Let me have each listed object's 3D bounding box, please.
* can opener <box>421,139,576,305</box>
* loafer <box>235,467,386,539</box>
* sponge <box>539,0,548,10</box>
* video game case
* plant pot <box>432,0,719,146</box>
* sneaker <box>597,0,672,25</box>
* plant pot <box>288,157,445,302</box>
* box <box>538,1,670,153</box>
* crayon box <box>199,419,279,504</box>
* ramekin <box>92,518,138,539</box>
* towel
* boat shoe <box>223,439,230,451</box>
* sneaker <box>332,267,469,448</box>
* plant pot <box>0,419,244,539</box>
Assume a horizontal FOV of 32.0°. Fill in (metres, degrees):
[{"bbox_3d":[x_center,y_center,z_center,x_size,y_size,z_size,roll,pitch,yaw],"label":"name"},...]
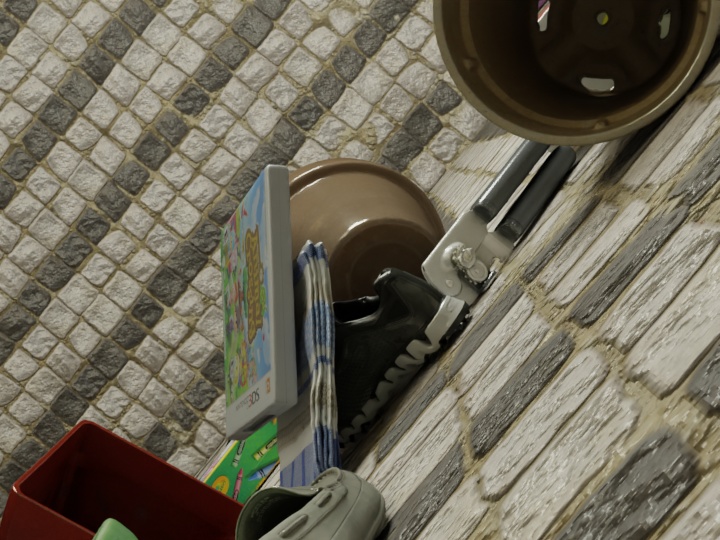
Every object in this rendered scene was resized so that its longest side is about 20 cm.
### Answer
[{"bbox_3d":[0.114,-0.043,1.070,0.200,0.053,0.066,-51,1,-27],"label":"can opener"},{"bbox_3d":[-0.030,0.140,0.674,0.070,0.070,0.200,-50,2,4],"label":"loafer"},{"bbox_3d":[0.180,-0.281,1.222,0.200,0.030,0.112,-50,1,8],"label":"sponge"},{"bbox_3d":[-0.091,0.033,1.081,0.182,0.022,0.200,138,132,-65],"label":"video game case"},{"bbox_3d":[0.175,-0.197,0.951,0.200,0.200,0.183,-50,-9,18],"label":"plant pot"},{"bbox_3d":[0.282,-0.255,1.055,0.200,0.076,0.075,-31,5,17],"label":"sneaker"},{"bbox_3d":[0.000,0.000,1.143,0.200,0.200,0.175,-51,15,-3],"label":"plant pot"},{"bbox_3d":[0.215,-0.216,1.207,0.152,0.106,0.200,-51,2,-7],"label":"box"},{"bbox_3d":[-0.136,0.228,1.561,0.200,0.058,0.119,-52,2,-24],"label":"crayon box"},{"bbox_3d":[-0.122,0.221,0.555,0.200,0.098,0.200,-58,5,8],"label":"ramekin"},{"bbox_3d":[-0.050,0.092,1.023,0.147,0.024,0.200,130,139,-61],"label":"towel"},{"bbox_3d":[-0.200,0.296,1.632,0.199,0.066,0.075,-52,3,-28],"label":"boat shoe"},{"bbox_3d":[-0.003,0.070,1.033,0.200,0.090,0.066,-49,4,31],"label":"sneaker"},{"bbox_3d":[-0.245,0.289,1.195,0.176,0.200,0.200,-61,-1,13],"label":"plant pot"}]
